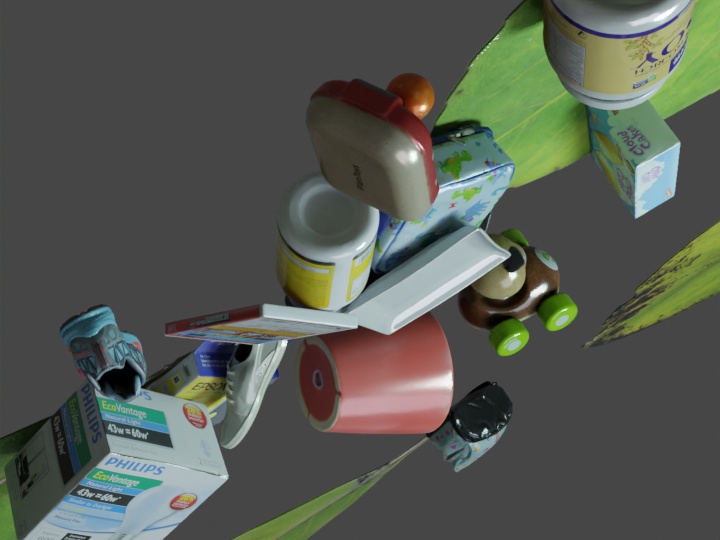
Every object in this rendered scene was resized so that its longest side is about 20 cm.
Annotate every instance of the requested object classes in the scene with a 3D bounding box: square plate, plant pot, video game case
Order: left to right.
[{"bbox_3d":[-0.121,0.066,1.451,0.143,0.017,0.200,9,165,-41],"label":"video game case"},{"bbox_3d":[0.012,0.154,1.791,0.177,0.201,0.200,-5,150,-29],"label":"plant pot"},{"bbox_3d":[0.084,0.010,1.527,0.198,0.028,0.200,-33,163,11],"label":"square plate"}]

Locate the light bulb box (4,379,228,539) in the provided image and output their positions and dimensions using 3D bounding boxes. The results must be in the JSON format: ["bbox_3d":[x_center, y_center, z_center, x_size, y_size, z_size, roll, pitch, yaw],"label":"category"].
[{"bbox_3d":[-0.315,0.260,1.566,0.198,0.125,0.200,22,123,-44],"label":"light bulb box"}]

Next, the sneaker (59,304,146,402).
[{"bbox_3d":[-0.288,0.117,1.398,0.079,0.096,0.200,-28,160,-4],"label":"sneaker"}]

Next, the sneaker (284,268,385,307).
[{"bbox_3d":[0.000,0.000,1.558,0.200,0.076,0.091,-24,152,-23],"label":"sneaker"}]

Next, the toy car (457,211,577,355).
[{"bbox_3d":[0.208,-0.009,1.717,0.158,0.164,0.200,-27,147,-9],"label":"toy car"}]

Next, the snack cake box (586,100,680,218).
[{"bbox_3d":[0.360,-0.159,1.607,0.067,0.115,0.200,-31,159,2],"label":"snack cake box"}]

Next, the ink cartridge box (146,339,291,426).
[{"bbox_3d":[-0.204,0.158,1.688,0.200,0.047,0.198,-36,159,22],"label":"ink cartridge box"}]

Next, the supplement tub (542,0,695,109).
[{"bbox_3d":[0.251,-0.255,1.189,0.145,0.146,0.200,-30,160,-1],"label":"supplement tub"}]

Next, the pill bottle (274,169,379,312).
[{"bbox_3d":[-0.042,-0.022,1.386,0.112,0.112,0.200,-24,159,-16],"label":"pill bottle"}]

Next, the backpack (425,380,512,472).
[{"bbox_3d":[0.225,0.337,2.574,0.167,0.127,0.200,-22,162,-30],"label":"backpack"}]

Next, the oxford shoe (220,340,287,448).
[{"bbox_3d":[-0.156,0.149,1.626,0.058,0.075,0.200,14,114,-22],"label":"oxford shoe"}]

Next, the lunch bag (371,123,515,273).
[{"bbox_3d":[0.081,-0.083,1.452,0.161,0.083,0.200,-20,158,-30],"label":"lunch bag"}]

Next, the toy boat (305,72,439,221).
[{"bbox_3d":[0.030,-0.141,1.227,0.131,0.130,0.200,-58,162,-16],"label":"toy boat"}]
